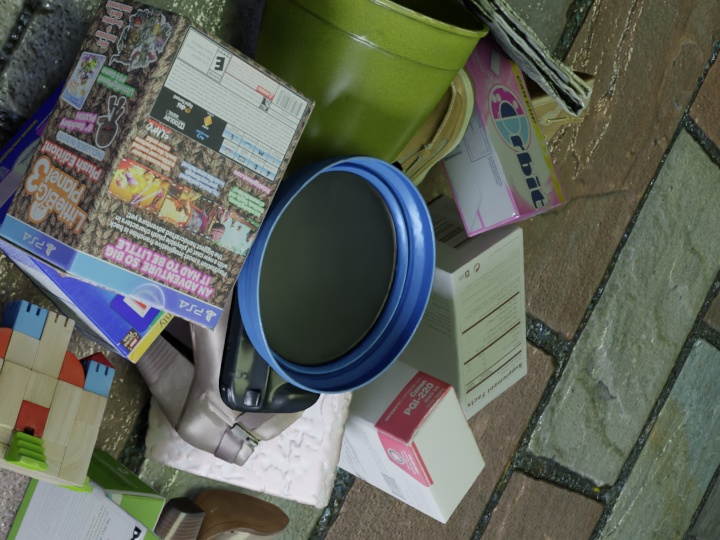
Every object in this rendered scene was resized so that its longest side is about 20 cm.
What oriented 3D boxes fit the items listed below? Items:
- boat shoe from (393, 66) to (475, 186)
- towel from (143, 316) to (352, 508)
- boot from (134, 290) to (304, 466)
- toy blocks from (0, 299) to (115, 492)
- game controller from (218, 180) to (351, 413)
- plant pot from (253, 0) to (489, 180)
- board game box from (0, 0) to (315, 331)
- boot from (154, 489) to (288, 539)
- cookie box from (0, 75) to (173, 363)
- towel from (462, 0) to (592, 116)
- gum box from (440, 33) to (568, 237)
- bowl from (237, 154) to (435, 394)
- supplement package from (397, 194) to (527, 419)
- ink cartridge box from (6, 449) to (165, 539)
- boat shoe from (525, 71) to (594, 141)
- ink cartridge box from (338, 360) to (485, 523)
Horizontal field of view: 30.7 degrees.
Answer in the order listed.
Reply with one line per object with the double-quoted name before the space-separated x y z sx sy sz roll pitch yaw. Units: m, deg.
"boat shoe" 0.046 -0.128 1.277 0.076 0.072 0.200 -23 158 -31
"towel" -0.100 0.106 1.222 0.032 0.189 0.202 -56 159 -72
"boot" -0.101 0.074 1.170 0.146 0.070 0.200 42 107 -9
"toy blocks" -0.281 0.088 1.068 0.199 0.099 0.138 28 68 -37
"game controller" -0.062 0.025 1.126 0.104 0.042 0.202 4 100 -43
"plant pot" -0.017 -0.170 1.167 0.199 0.200 0.194 3 120 -49
"board game box" -0.152 -0.079 0.998 0.159 0.096 0.202 27 87 -50
"boot" -0.171 0.300 1.322 0.199 0.070 0.147 17 103 -50
"cookie box" -0.204 -0.049 1.091 0.172 0.075 0.200 -52 140 -16
"towel" 0.131 -0.241 1.233 0.034 0.200 0.192 -41 115 10
"gum box" 0.128 -0.146 1.338 0.113 0.066 0.202 -17 86 -54
"bowl" -0.020 0.002 1.103 0.199 0.039 0.203 -13 110 -40
"supplement package" 0.105 0.042 1.454 0.117 0.116 0.202 -32 132 -33
"ink cartridge box" -0.221 0.262 1.140 0.075 0.199 0.149 18 97 -51
"boat shoe" 0.198 -0.176 1.477 0.199 0.073 0.070 -20 118 -42
"ink cartridge box" 0.015 0.153 1.348 0.085 0.199 0.146 -50 139 -24
